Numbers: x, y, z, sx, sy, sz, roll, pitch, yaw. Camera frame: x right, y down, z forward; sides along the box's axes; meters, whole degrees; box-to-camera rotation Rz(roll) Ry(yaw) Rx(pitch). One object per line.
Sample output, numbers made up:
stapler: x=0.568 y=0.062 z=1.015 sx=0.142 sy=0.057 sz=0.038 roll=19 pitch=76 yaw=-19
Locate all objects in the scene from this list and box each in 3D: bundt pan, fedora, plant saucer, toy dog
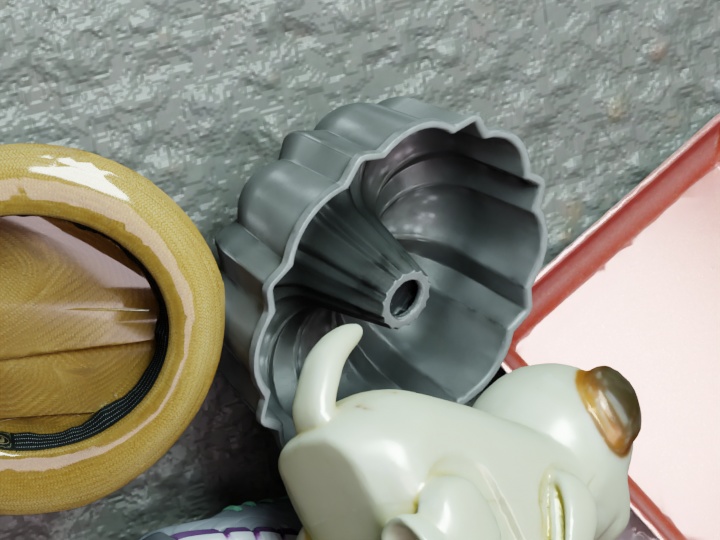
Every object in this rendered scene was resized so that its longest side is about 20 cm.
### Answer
bundt pan: x=0.000 y=0.000 z=1.499 sx=0.201 sy=0.076 sz=0.203 roll=-25 pitch=130 yaw=-33
fedora: x=-0.169 y=0.022 z=1.440 sx=0.199 sy=0.082 sz=0.202 roll=-3 pitch=106 yaw=-10
plant saucer: x=0.196 y=0.048 z=1.600 sx=0.200 sy=0.037 sz=0.200 roll=-40 pitch=82 yaw=-15
toy dog: x=0.055 y=0.114 z=1.482 sx=0.199 sy=0.139 sz=0.195 roll=-17 pitch=75 yaw=-42

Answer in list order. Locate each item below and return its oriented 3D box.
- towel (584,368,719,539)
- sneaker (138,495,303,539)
towel: x=0.191 y=0.147 z=1.621 sx=0.190 sy=0.032 sz=0.201 roll=-7 pitch=85 yaw=-6
sneaker: x=-0.042 y=0.145 z=1.543 sx=0.199 sy=0.088 sz=0.075 roll=7 pitch=127 yaw=-31
